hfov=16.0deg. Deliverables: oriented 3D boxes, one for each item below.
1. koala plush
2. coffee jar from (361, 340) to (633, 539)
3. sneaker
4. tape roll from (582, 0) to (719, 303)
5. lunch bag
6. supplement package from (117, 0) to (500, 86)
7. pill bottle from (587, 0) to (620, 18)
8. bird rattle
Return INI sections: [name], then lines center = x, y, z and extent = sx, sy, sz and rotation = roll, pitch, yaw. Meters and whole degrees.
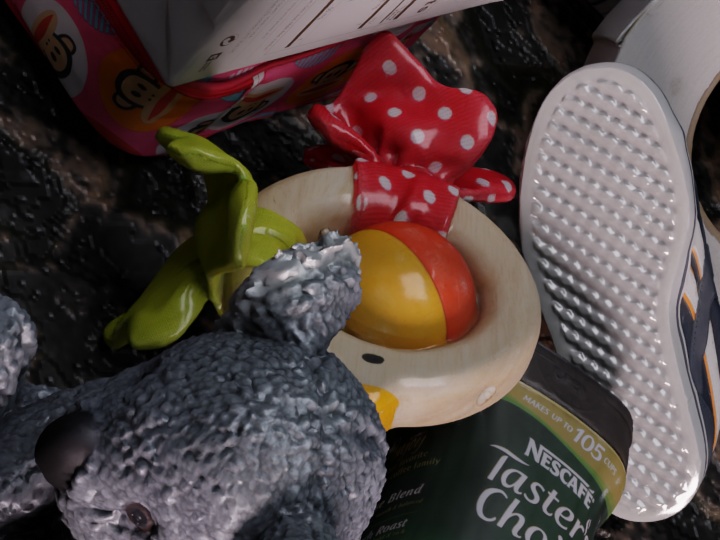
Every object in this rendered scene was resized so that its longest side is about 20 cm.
[koala plush]
center = -0.060, 0.080, 0.886
extent = 0.183, 0.200, 0.178
rotation = 19, 55, -28
[coffee jar]
center = 0.043, 0.118, 1.021
extent = 0.104, 0.085, 0.200
rotation = 34, 49, -18
[sneaker]
center = 0.116, 0.003, 1.116
extent = 0.079, 0.078, 0.201
rotation = -46, 132, -66
[tape roll]
center = 0.192, -0.058, 1.186
extent = 0.202, 0.037, 0.204
rotation = -3, 101, -15
[lunch bag]
center = -0.067, -0.151, 1.097
extent = 0.200, 0.082, 0.176
rotation = -24, 78, -44
[supplement package]
center = -0.005, -0.171, 1.012
extent = 0.200, 0.120, 0.122
rotation = -20, 74, -43
[pill bottle]
center = 0.164, -0.163, 1.246
extent = 0.200, 0.120, 0.120
rotation = 44, 48, -9
[bird rattle]
center = 0.000, 0.000, 1.024
extent = 0.200, 0.113, 0.163
rotation = -14, 52, -44
